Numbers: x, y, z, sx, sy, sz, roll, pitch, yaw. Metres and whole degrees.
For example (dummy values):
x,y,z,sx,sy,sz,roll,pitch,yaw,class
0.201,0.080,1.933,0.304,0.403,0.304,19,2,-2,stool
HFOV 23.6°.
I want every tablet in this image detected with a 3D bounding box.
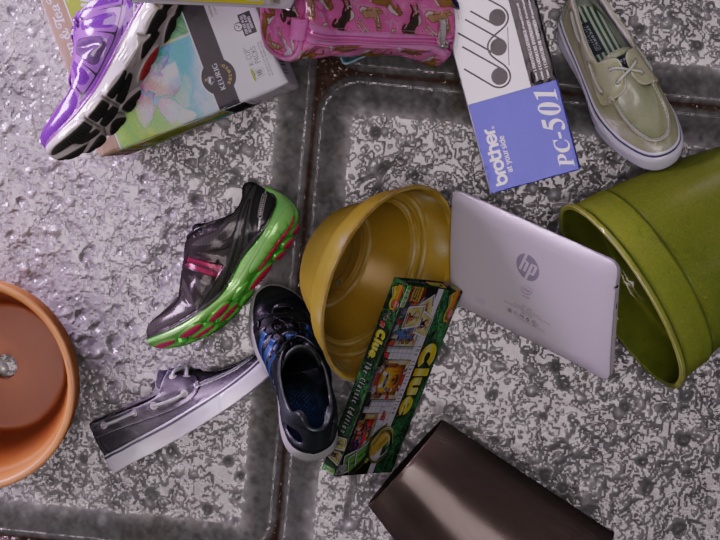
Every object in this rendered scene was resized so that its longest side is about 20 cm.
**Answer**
x,y,z,sx,sy,sz,roll,pitch,yaw,class
0.162,0.013,1.635,0.199,0.014,0.131,26,131,36,tablet

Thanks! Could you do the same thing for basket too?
x,y,z,sx,sy,sz,roll,pitch,yaw,class
0.115,0.257,1.683,0.200,0.136,0.181,42,89,2,basket

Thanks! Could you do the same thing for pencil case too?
x,y,z,sx,sy,sz,roll,pitch,yaw,class
-0.001,-0.233,1.603,0.198,0.086,0.084,-3,82,-37,pencil case

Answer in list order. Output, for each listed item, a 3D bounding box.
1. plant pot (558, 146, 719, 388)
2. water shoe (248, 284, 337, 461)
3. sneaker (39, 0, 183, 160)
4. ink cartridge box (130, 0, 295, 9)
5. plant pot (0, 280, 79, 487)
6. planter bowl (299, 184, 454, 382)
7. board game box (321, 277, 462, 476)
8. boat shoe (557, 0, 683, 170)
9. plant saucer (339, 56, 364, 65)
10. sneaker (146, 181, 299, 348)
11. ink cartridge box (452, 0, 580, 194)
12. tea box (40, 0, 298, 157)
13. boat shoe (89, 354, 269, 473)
x,y,z,sx,sy,sz,roll,pitch,yaw,class
0.323,-0.025,1.629,0.192,0.200,0.202,-32,93,-7,plant pot
-0.057,0.083,1.653,0.071,0.079,0.202,-9,55,-15,water shoe
-0.236,-0.193,1.564,0.083,0.081,0.201,29,87,13,sneaker
-0.101,-0.327,1.541,0.197,0.047,0.200,4,63,-2,ink cartridge box
-0.362,0.103,1.685,0.197,0.140,0.203,0,94,3,plant pot
0.000,0.000,1.664,0.083,0.200,0.203,24,96,34,planter bowl
0.032,0.105,1.680,0.023,0.104,0.202,27,103,30,board game box
0.240,-0.183,1.626,0.071,0.062,0.201,-25,62,-9,boat shoe
-0.022,-0.308,1.696,0.069,0.019,0.202,-22,93,4,plant saucer
-0.145,-0.003,1.709,0.084,0.077,0.200,42,92,16,sneaker
0.146,-0.185,1.685,0.093,0.044,0.202,-14,94,6,ink cartridge box
-0.187,-0.235,1.651,0.195,0.134,0.202,-21,93,5,tea box
-0.179,0.126,1.717,0.199,0.072,0.068,-30,91,10,boat shoe
